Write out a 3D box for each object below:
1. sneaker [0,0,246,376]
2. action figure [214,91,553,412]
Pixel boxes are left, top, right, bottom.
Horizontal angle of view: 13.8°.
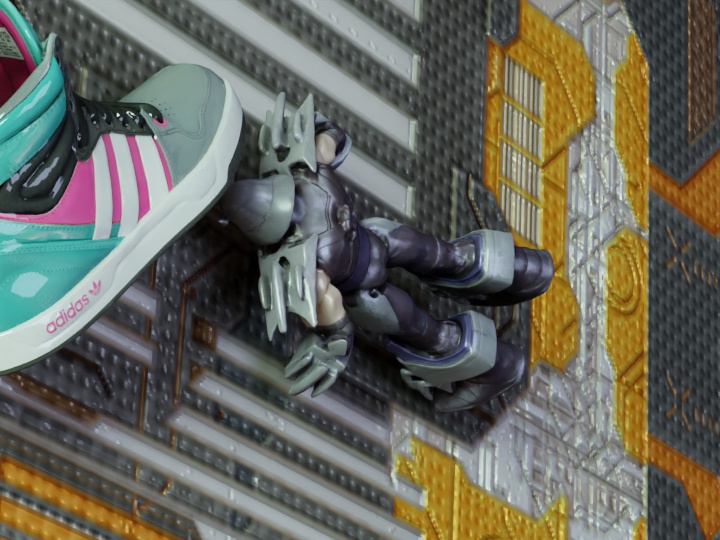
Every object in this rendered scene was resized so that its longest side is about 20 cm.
[{"bbox_3d":[-0.121,-0.060,1.162,0.200,0.083,0.121,-53,130,-49],"label":"sneaker"},{"bbox_3d":[0.000,0.000,1.327,0.200,0.069,0.131,27,63,-44],"label":"action figure"}]
